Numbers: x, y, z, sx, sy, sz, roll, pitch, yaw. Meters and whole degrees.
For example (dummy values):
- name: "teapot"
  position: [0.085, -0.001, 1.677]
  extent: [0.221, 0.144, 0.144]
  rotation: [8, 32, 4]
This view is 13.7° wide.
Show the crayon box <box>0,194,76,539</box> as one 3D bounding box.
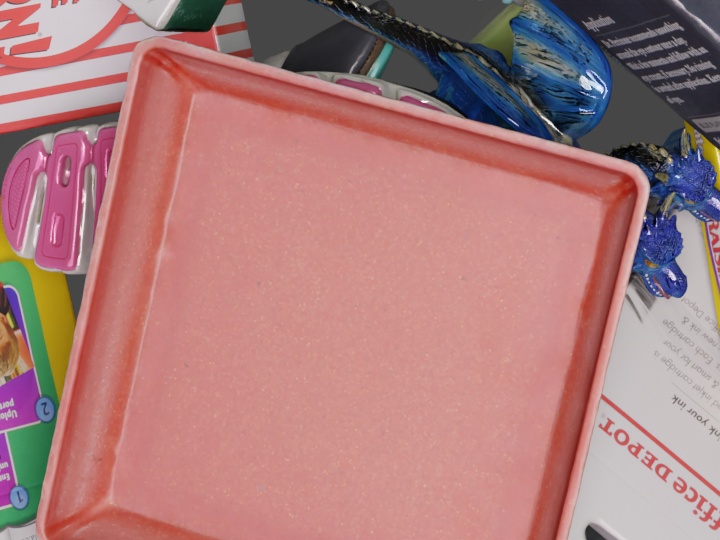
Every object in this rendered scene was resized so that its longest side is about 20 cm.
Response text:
- name: "crayon box"
  position: [-0.194, 0.069, 1.174]
  extent: [0.058, 0.199, 0.174]
  rotation: [-12, 91, 44]

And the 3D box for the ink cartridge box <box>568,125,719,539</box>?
- name: "ink cartridge box"
  position: [0.130, 0.050, 1.187]
  extent: [0.116, 0.201, 0.067]
  rotation: [39, 160, -14]

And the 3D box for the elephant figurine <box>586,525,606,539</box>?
- name: "elephant figurine"
  position: [0.001, 0.097, 1.279]
  extent: [0.199, 0.141, 0.156]
  rotation: [-9, 92, 13]

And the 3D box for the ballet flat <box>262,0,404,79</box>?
- name: "ballet flat"
  position: [-0.047, -0.035, 1.256]
  extent: [0.073, 0.073, 0.201]
  rotation: [24, 120, 0]

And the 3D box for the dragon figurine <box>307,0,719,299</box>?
- name: "dragon figurine"
  position: [0.059, -0.066, 1.152]
  extent: [0.200, 0.059, 0.099]
  rotation: [49, 150, 6]

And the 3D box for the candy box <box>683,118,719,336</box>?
- name: "candy box"
  position: [0.177, -0.044, 1.161]
  extent: [0.102, 0.026, 0.202]
  rotation: [-11, 92, -25]

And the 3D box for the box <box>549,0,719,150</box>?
- name: "box"
  position: [0.150, -0.168, 1.076]
  extent: [0.200, 0.117, 0.197]
  rotation: [40, 82, -9]

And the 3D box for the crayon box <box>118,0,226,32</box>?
- name: "crayon box"
  position: [-0.065, -0.207, 1.130]
  extent: [0.125, 0.052, 0.201]
  rotation: [35, 104, 15]

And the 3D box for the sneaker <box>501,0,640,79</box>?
- name: "sneaker"
  position: [0.052, -0.143, 1.188]
  extent: [0.200, 0.078, 0.086]
  rotation: [45, 124, -2]

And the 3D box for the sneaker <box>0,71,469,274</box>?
- name: "sneaker"
  position: [-0.037, -0.038, 1.166]
  extent: [0.199, 0.087, 0.074]
  rotation: [-7, 94, 22]

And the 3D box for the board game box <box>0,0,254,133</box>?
- name: "board game box"
  position: [-0.153, -0.131, 1.220]
  extent: [0.199, 0.046, 0.153]
  rotation: [-10, 95, 15]

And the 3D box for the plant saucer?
- name: "plant saucer"
  position: [-0.006, 0.033, 1.098]
  extent: [0.199, 0.037, 0.201]
  rotation: [15, 101, 14]
